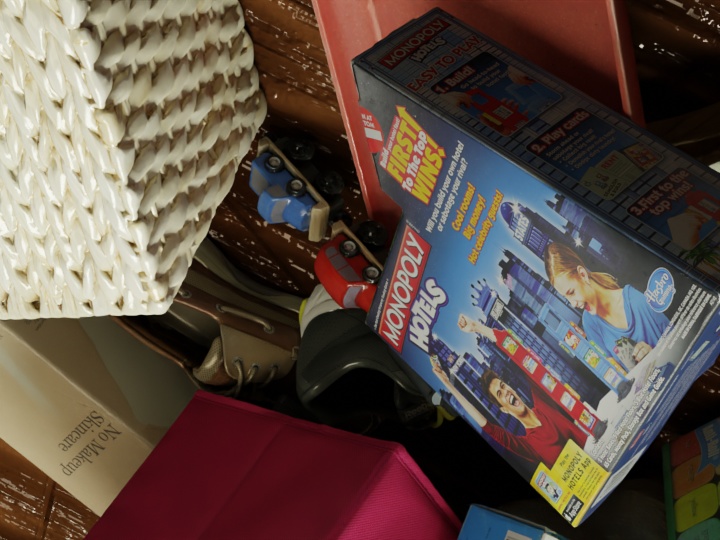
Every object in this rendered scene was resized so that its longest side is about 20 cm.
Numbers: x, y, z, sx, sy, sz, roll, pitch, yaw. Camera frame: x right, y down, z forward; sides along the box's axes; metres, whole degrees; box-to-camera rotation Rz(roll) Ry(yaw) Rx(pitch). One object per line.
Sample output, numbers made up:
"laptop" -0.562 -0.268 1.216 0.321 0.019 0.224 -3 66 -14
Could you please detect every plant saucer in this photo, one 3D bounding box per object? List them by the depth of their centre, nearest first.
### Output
"plant saucer" 0.069 -0.065 0.778 0.199 0.037 0.202 17 132 44

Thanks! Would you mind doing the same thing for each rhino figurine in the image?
"rhino figurine" 0.125 0.171 0.972 0.198 0.060 0.088 -15 124 41

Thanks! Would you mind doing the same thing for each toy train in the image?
"toy train" 0.000 0.000 0.849 0.200 0.046 0.034 49 154 23

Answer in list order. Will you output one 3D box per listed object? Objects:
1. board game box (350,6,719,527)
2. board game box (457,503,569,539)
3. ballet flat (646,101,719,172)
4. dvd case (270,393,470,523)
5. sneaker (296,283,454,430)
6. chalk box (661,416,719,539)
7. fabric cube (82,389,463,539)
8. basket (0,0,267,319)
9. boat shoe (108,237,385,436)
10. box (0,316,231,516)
"board game box" 0.073 -0.013 0.730 0.200 0.061 0.201 45 147 18
"board game box" 0.100 0.249 0.825 0.195 0.202 0.056 31 168 -39
"ballet flat" 0.149 -0.040 0.792 0.199 0.063 0.069 -25 113 36
"dvd case" -0.005 0.151 0.988 0.142 0.018 0.200 31 154 4
"sneaker" 0.055 0.052 0.881 0.197 0.085 0.075 -4 135 20
"chalk box" 0.239 0.140 0.840 0.123 0.125 0.201 -31 110 24
"fabric cube" -0.043 0.215 0.872 0.199 0.200 0.197 7 141 51
"basket" -0.157 -0.104 0.792 0.159 0.201 0.200 0 127 16
"boat shoe" -0.074 0.047 0.953 0.199 0.072 0.076 31 132 -2
"box" -0.168 0.084 1.019 0.199 0.078 0.095 40 130 -9
